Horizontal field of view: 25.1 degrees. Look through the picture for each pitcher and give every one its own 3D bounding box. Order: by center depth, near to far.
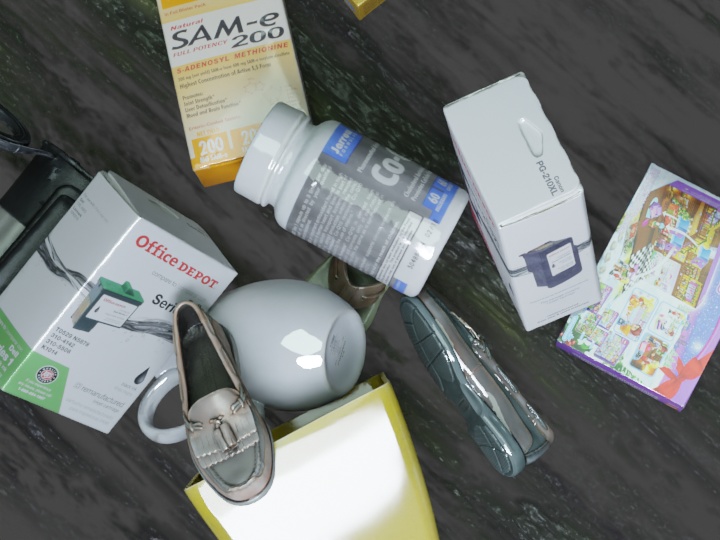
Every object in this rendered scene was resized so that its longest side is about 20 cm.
[{"bbox_3d":[-0.107,0.089,1.509,0.199,0.121,0.172,5,67,29],"label":"pitcher"}]

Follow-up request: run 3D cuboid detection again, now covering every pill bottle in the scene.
[{"bbox_3d":[-0.010,-0.070,1.511,0.200,0.114,0.114,28,82,2],"label":"pill bottle"}]

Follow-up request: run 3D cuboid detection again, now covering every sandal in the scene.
[{"bbox_3d":[0.000,-0.001,1.575,0.080,0.057,0.201,37,86,10],"label":"sandal"}]

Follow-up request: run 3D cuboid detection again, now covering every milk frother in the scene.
[{"bbox_3d":[-0.353,-0.050,1.548,0.200,0.181,0.188,39,84,5],"label":"milk frother"}]

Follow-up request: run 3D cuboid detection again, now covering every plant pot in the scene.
[{"bbox_3d":[-0.025,0.220,1.476,0.200,0.200,0.177,-27,89,-1],"label":"plant pot"}]

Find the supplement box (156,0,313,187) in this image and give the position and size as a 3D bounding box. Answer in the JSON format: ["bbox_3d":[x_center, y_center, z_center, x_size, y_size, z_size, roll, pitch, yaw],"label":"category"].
[{"bbox_3d":[-0.123,-0.198,1.615,0.126,0.074,0.201,-14,78,1],"label":"supplement box"}]

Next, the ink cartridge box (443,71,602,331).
[{"bbox_3d":[0.150,-0.060,1.485,0.084,0.200,0.145,-23,58,0],"label":"ink cartridge box"}]

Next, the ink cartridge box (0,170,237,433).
[{"bbox_3d":[-0.231,0.030,1.464,0.200,0.146,0.084,-50,49,7],"label":"ink cartridge box"}]

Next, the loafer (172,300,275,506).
[{"bbox_3d":[-0.127,0.110,1.385,0.072,0.063,0.200,-25,47,3],"label":"loafer"}]

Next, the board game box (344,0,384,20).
[{"bbox_3d":[-0.005,-0.380,1.658,0.153,0.040,0.200,-39,79,-4],"label":"board game box"}]

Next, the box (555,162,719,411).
[{"bbox_3d":[0.294,0.016,1.559,0.137,0.039,0.200,28,82,10],"label":"box"}]

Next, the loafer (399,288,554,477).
[{"bbox_3d":[0.111,0.099,1.552,0.063,0.072,0.200,-30,85,-22],"label":"loafer"}]
